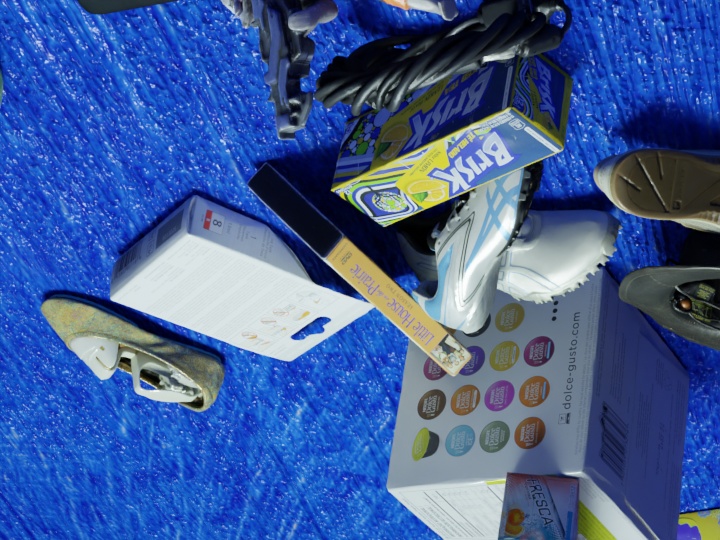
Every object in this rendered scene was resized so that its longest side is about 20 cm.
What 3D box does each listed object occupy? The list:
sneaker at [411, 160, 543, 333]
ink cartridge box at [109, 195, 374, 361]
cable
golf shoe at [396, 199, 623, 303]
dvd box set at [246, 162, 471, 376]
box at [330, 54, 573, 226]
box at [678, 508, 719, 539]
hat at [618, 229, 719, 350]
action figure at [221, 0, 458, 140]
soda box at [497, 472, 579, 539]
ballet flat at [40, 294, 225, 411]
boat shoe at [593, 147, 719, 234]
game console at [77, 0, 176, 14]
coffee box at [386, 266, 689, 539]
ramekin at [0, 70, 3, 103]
[{"bbox_3d":[0.095,-0.039,1.570,0.072,0.072,0.201,25,121,6],"label":"sneaker"},{"bbox_3d":[-0.108,0.011,1.804,0.199,0.050,0.162,19,149,-27],"label":"ink cartridge box"},{"bbox_3d":[0.046,-0.145,1.395,0.199,0.163,0.051,-6,111,49],"label":"cable"},{"bbox_3d":[0.118,-0.023,1.638,0.199,0.079,0.097,-14,135,34],"label":"golf shoe"},{"bbox_3d":[0.000,0.000,1.670,0.200,0.029,0.146,43,-179,-40],"label":"dvd box set"},{"bbox_3d":[0.069,-0.104,1.519,0.064,0.070,0.199,32,144,-31],"label":"box"},{"bbox_3d":[0.377,0.361,2.133,0.199,0.123,0.192,-14,141,36],"label":"box"},{"bbox_3d":[0.315,0.003,1.607,0.199,0.081,0.201,16,162,5],"label":"hat"},{"bbox_3d":[-0.015,-0.189,1.337,0.192,0.201,0.104,-2,179,30],"label":"action figure"},{"bbox_3d":[0.153,0.249,1.680,0.063,0.069,0.200,5,148,9],"label":"soda box"},{"bbox_3d":[-0.227,0.086,1.938,0.199,0.071,0.071,24,147,-20],"label":"ballet flat"},{"bbox_3d":[0.281,-0.062,1.533,0.199,0.073,0.065,7,-173,-14],"label":"boat shoe"},{"bbox_3d":[-0.183,-0.258,1.390,0.176,0.031,0.200,-9,143,30],"label":"game console"},{"bbox_3d":[0.164,0.143,1.769,0.197,0.201,0.200,-9,145,31],"label":"coffee box"},{"bbox_3d":[-0.387,-0.138,1.589,0.199,0.098,0.200,8,149,5],"label":"ramekin"}]
